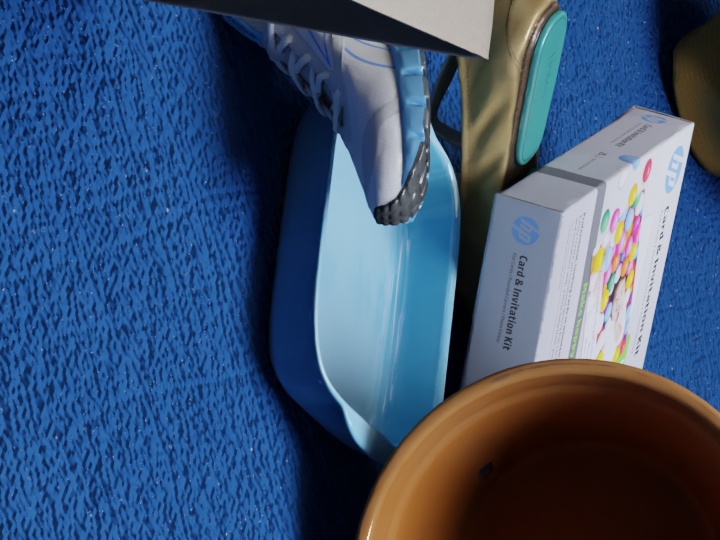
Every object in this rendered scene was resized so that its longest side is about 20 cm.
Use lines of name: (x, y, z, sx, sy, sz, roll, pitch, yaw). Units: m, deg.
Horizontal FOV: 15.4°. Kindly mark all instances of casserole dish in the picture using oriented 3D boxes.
casserole dish: (0.000, 0.000, 1.270, 0.121, 0.039, 0.200, 44, 45, -47)

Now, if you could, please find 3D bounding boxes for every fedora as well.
fedora: (0.254, -0.115, 1.726, 0.201, 0.082, 0.201, -9, 90, -67)

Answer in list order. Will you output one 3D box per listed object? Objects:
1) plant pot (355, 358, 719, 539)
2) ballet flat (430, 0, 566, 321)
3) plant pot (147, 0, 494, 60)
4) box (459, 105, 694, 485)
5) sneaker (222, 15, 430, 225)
plant pot: (0.104, 0.143, 1.250, 0.140, 0.200, 0.201, 21, 60, -80)
ballet flat: (0.064, -0.056, 1.371, 0.069, 0.063, 0.200, -45, 146, -56)
plant pot: (-0.057, -0.198, 1.015, 0.200, 0.200, 0.178, 15, 89, -59)
box: (0.112, 0.012, 1.400, 0.200, 0.041, 0.156, -33, 137, -61)
sneaker: (-0.018, -0.105, 1.227, 0.075, 0.086, 0.200, 98, -17, -58)
